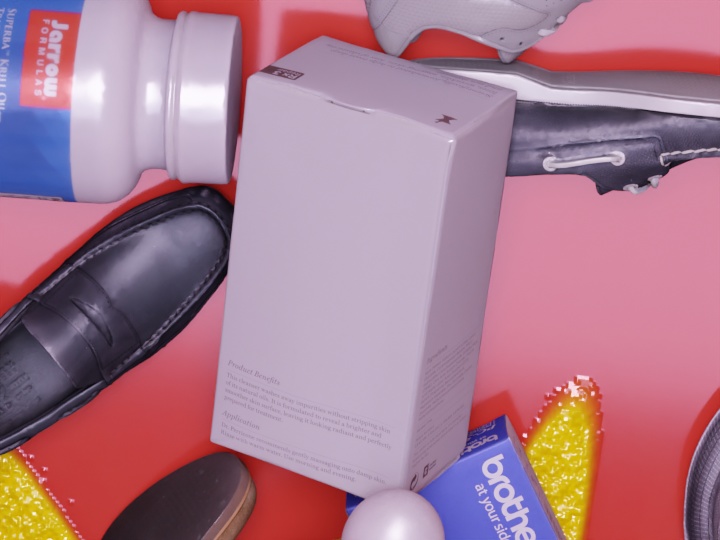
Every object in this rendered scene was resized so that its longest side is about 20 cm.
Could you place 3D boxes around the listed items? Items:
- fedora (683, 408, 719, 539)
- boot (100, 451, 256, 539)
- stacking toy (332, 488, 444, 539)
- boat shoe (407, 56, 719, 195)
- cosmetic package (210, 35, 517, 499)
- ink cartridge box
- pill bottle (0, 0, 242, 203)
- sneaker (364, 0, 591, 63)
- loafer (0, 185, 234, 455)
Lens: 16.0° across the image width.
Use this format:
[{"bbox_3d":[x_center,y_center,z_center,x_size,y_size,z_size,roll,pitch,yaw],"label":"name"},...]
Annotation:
[{"bbox_3d":[0.258,0.124,1.279,0.200,0.090,0.177,-39,100,11],"label":"fedora"},{"bbox_3d":[-0.107,0.179,1.333,0.075,0.074,0.200,31,108,-26],"label":"boot"},{"bbox_3d":[-0.009,0.180,1.241,0.146,0.146,0.200,18,131,-2],"label":"stacking toy"},{"bbox_3d":[0.119,-0.067,1.250,0.200,0.076,0.060,7,104,13],"label":"boat shoe"},{"bbox_3d":[0.000,0.000,1.232,0.113,0.081,0.200,20,116,21],"label":"cosmetic package"},{"bbox_3d":[0.076,0.184,1.327,0.094,0.044,0.200,-25,102,7],"label":"ink cartridge box"},{"bbox_3d":[-0.160,-0.090,1.234,0.200,0.112,0.112,3,105,2],"label":"pill bottle"},{"bbox_3d":[0.094,-0.149,1.234,0.200,0.076,0.092,-4,112,11],"label":"sneaker"},{"bbox_3d":[-0.141,0.033,1.285,0.201,0.070,0.068,-38,100,11],"label":"loafer"}]
